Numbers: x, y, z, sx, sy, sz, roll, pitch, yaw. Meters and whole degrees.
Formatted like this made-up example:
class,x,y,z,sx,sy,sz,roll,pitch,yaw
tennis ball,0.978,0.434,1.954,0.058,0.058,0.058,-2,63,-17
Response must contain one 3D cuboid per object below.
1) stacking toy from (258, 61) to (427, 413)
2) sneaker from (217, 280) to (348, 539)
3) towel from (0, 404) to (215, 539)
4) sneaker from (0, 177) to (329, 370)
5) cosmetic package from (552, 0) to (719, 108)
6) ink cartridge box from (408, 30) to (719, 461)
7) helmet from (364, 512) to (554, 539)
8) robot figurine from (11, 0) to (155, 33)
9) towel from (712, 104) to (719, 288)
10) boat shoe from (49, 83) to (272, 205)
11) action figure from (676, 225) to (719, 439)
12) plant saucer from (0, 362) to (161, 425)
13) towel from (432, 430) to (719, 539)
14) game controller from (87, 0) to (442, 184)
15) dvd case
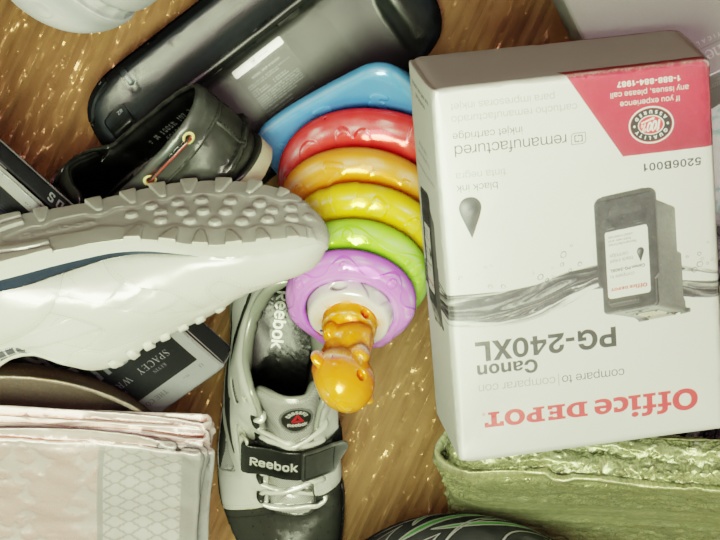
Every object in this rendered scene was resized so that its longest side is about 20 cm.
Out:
class,x,y,z,sx,sy,sz,roll,pitch,yaw
stacking toy,0.000,0.000,1.555,0.110,0.200,0.116,-29,126,33
sneaker,-0.045,0.088,1.633,0.074,0.089,0.201,-5,99,-3
towel,-0.177,0.146,1.604,0.191,0.032,0.200,2,137,-3
sneaker,-0.114,0.006,1.515,0.199,0.076,0.081,-8,114,-1
cosmetic package,0.146,-0.180,1.581,0.107,0.090,0.200,-27,78,2
ink cartridge box,0.107,-0.012,1.500,0.145,0.083,0.200,-7,107,-6
helmet,0.060,0.228,1.602,0.199,0.200,0.191,1,94,-2
robot figurine,-0.125,-0.203,1.564,0.200,0.113,0.170,-33,140,22
towel,0.158,-0.035,1.644,0.171,0.048,0.200,-19,98,0
boat shoe,-0.144,-0.037,1.595,0.201,0.074,0.063,-29,122,26
action figure,0.170,0.038,1.602,0.199,0.069,0.130,7,92,-6
plant saucer,-0.187,0.112,1.610,0.200,0.032,0.200,0,137,0
towel,0.143,0.120,1.614,0.199,0.148,0.037,2,69,6
game controller,-0.053,-0.114,1.635,0.200,0.042,0.104,-37,112,3
dvd case,-0.190,0.018,1.586,0.200,0.025,0.150,43,125,-17
